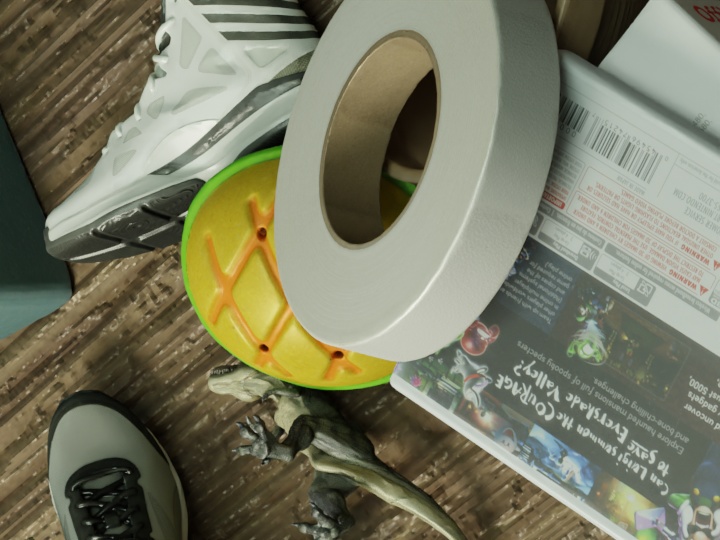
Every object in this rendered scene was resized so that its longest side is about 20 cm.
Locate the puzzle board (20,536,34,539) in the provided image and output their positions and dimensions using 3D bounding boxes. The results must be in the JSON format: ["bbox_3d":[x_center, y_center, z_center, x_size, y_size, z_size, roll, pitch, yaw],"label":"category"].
[{"bbox_3d":[-0.140,0.263,1.403,0.200,0.017,0.151,52,154,40],"label":"puzzle board"}]

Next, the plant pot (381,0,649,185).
[{"bbox_3d":[0.081,-0.132,1.281,0.201,0.092,0.202,-28,55,51],"label":"plant pot"}]

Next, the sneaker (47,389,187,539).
[{"bbox_3d":[-0.128,0.155,1.419,0.074,0.079,0.201,-17,68,-4],"label":"sneaker"}]

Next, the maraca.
[{"bbox_3d":[0.000,0.000,1.348,0.199,0.107,0.138,4,114,15],"label":"maraca"}]

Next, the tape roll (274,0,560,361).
[{"bbox_3d":[0.023,-0.058,1.214,0.203,0.037,0.204,-34,49,51],"label":"tape roll"}]

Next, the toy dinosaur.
[{"bbox_3d":[-0.018,0.106,1.372,0.200,0.088,0.048,40,120,21],"label":"toy dinosaur"}]

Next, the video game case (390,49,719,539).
[{"bbox_3d":[0.130,0.026,1.161,0.200,0.023,0.182,33,109,22],"label":"video game case"}]

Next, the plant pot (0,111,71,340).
[{"bbox_3d":[-0.325,-0.025,1.468,0.196,0.200,0.196,-28,81,27],"label":"plant pot"}]

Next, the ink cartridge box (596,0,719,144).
[{"bbox_3d":[0.193,-0.016,1.218,0.200,0.147,0.146,45,113,18],"label":"ink cartridge box"}]

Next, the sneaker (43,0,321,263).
[{"bbox_3d":[-0.103,-0.090,1.426,0.200,0.076,0.116,-29,71,19],"label":"sneaker"}]
